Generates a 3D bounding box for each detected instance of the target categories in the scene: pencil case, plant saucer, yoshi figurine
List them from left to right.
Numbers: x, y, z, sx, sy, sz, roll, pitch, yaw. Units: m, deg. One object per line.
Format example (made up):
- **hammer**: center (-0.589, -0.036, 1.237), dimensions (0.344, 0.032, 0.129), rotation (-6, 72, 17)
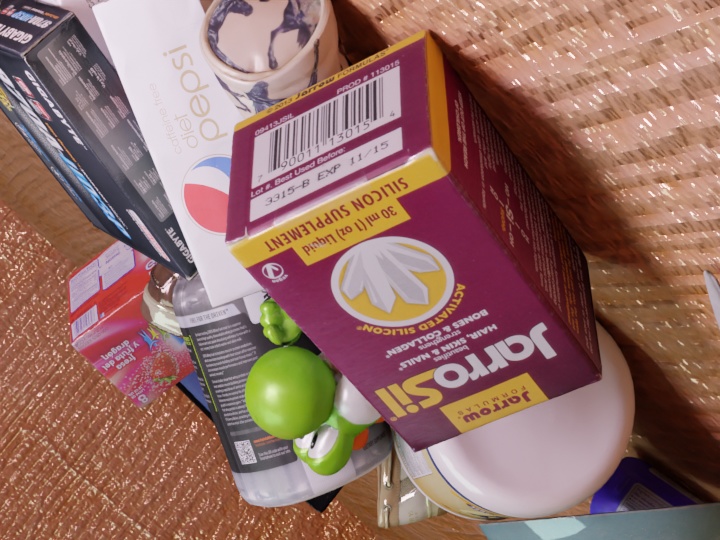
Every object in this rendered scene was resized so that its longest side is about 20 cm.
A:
- **pencil case**: center (-0.025, -0.092, 0.966), dimensions (0.200, 0.077, 0.090), rotation (58, -166, -52)
- **yoshi figurine**: center (-0.014, 0.036, 1.071), dimensions (0.111, 0.202, 0.112), rotation (20, -174, 2)
- **plant saucer**: center (0.181, 0.184, 1.123), dimensions (0.197, 0.036, 0.200), rotation (-5, 171, -1)

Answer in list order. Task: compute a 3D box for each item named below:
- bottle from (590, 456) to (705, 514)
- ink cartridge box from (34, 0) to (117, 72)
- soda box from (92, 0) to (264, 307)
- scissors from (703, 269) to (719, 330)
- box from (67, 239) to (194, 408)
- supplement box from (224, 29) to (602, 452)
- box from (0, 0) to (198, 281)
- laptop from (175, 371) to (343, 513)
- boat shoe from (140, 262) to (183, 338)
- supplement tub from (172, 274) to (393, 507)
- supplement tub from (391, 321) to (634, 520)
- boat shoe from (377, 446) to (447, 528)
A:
- **bottle**: center (0.268, 0.222, 1.229), dimensions (0.199, 0.065, 0.084), rotation (34, 166, 28)
- **ink cartridge box**: center (-0.177, -0.174, 1.131), dimensions (0.148, 0.086, 0.199), rotation (47, 165, -31)
- **soda box**: center (-0.093, -0.085, 1.010), dimensions (0.064, 0.067, 0.202), rotation (-67, -42, -72)
- **scissors**: center (0.213, 0.055, 0.917), dimensions (0.200, 0.014, 0.073), rotation (47, 168, -35)
- **box**: center (-0.140, 0.006, 1.350), dimensions (0.096, 0.199, 0.100), rotation (47, -167, -33)
- **supplement box**: center (0.032, -0.010, 0.899), dimensions (0.200, 0.130, 0.104), rotation (48, -153, -37)
- **box**: center (-0.187, -0.096, 1.095), dimensions (0.158, 0.046, 0.201), rotation (25, 155, 52)
- **laptop**: center (-0.058, 0.083, 1.472), dimensions (0.199, 0.178, 0.103), rotation (39, 169, 10)
- **boat shoe**: center (-0.068, 0.032, 1.261), dimensions (0.200, 0.076, 0.075), rotation (17, -156, -8)
- **supplement tub**: center (-0.061, 0.058, 1.174), dimensions (0.202, 0.121, 0.122), rotation (71, 163, -7)
- **supplement tub**: center (0.098, 0.099, 1.124), dimensions (0.144, 0.145, 0.200), rotation (40, 169, 1)
- **boat shoe**: center (0.022, 0.109, 1.348), dimensions (0.073, 0.062, 0.203), rotation (123, 134, -81)
